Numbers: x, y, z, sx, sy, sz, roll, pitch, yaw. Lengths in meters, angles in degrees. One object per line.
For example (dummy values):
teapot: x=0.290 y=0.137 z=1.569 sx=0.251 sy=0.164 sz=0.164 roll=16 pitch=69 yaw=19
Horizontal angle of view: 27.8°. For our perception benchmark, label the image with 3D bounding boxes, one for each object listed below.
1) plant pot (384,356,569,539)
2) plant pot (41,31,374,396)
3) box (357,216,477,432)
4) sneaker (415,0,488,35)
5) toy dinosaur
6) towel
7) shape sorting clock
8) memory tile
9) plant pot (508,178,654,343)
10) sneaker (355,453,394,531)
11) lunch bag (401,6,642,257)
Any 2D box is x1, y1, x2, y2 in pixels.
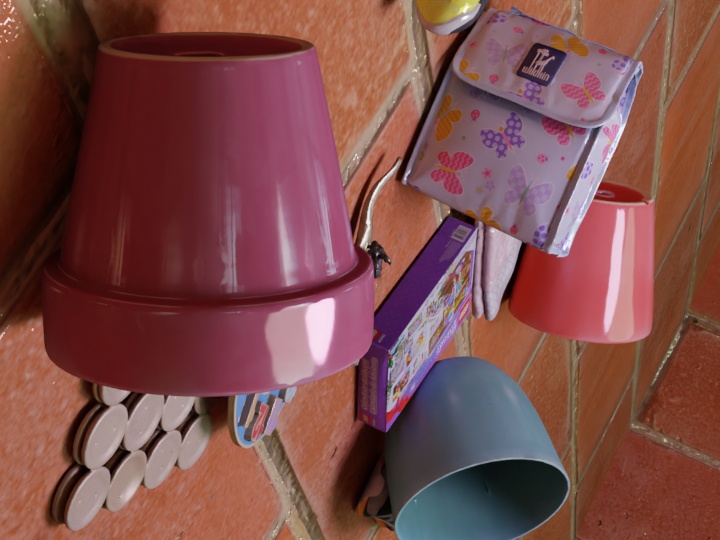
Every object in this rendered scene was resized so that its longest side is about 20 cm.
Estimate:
plant pot: x=0.115 y=0.197 z=1.625 sx=0.202 sy=0.198 sz=0.162 roll=87 pitch=-10 yaw=-52
plant pot: x=-0.088 y=-0.043 z=0.856 sx=0.200 sy=0.198 sz=0.181 roll=-27 pitch=122 yaw=-61
box: x=0.061 y=0.057 z=1.559 sx=0.200 sy=0.039 sz=0.138 roll=-52 pitch=155 yaw=-37
sneaker: x=0.081 y=-0.292 z=1.184 sx=0.076 sy=0.075 sz=0.202 roll=25 pitch=78 yaw=-63
toy dinosaur: x=0.000 y=0.000 z=1.319 sx=0.088 sy=0.047 sz=0.202 roll=-80 pitch=-175 yaw=-72
towel: x=0.173 y=-0.070 z=1.678 sx=0.192 sy=0.032 sz=0.201 roll=87 pitch=23 yaw=-52
shape sorting clock: x=-0.063 y=0.051 z=1.198 sx=0.200 sy=0.039 sz=0.202 roll=22 pitch=90 yaw=-78
memory tile: x=-0.153 y=0.102 z=1.083 sx=0.200 sy=0.017 sz=0.155 roll=-23 pitch=133 yaw=-64
plant pot: x=0.301 y=-0.020 z=1.903 sx=0.200 sy=0.198 sz=0.179 roll=-26 pitch=127 yaw=-61
sneaker: x=0.052 y=0.275 z=1.728 sx=0.079 sy=0.077 sz=0.200 roll=-61 pitch=158 yaw=-9
lunch bag: x=0.156 y=-0.138 z=1.392 sx=0.202 sy=0.168 sz=0.127 roll=-64 pitch=163 yaw=4
